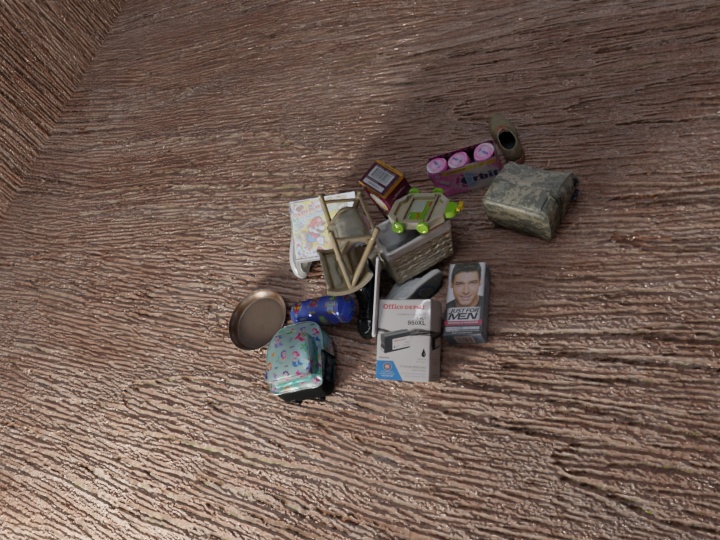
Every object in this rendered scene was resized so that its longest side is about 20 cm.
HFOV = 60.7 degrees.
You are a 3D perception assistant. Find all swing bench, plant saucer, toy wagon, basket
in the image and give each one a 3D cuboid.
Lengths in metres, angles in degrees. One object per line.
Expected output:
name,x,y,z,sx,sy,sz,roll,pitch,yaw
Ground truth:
swing bench,-0.039,-0.072,1.613,0.129,0.201,0.199,-5,37,-12
plant saucer,-0.303,0.151,1.834,0.199,0.032,0.201,-13,56,20
toy wagon,0.173,-0.154,1.595,0.199,0.040,0.156,3,45,27
basket,0.139,-0.074,1.648,0.199,0.124,0.136,-30,40,-9

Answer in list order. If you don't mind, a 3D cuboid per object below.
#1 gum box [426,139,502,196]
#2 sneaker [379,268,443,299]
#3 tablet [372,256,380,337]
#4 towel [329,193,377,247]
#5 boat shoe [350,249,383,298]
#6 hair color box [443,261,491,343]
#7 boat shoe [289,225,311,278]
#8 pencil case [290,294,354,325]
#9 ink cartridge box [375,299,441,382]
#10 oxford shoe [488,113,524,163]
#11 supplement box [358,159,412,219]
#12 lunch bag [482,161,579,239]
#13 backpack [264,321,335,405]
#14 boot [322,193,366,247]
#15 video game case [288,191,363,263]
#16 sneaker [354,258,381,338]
gum box,0.292,-0.283,1.731,0.199,0.114,0.066,-13,57,20
sneaker,0.130,0.053,1.645,0.199,0.075,0.087,-34,47,5
tablet,0.042,0.066,1.587,0.014,0.130,0.201,4,90,2
towel,-0.054,-0.123,1.812,0.200,0.023,0.144,38,96,29
boat shoe,0.000,0.000,1.749,0.200,0.072,0.069,-48,30,2
hair color box,0.272,0.082,1.559,0.098,0.061,0.201,-4,60,25
boat shoe,-0.155,-0.077,1.822,0.086,0.074,0.203,6,94,42
pencil case,-0.103,0.116,1.695,0.199,0.087,0.078,-13,30,42
ink cartridge box,0.120,0.172,1.531,0.144,0.084,0.201,-2,81,26
oxford shoe,0.415,-0.393,1.757,0.070,0.075,0.201,-27,53,12
supplement box,0.093,-0.205,1.733,0.086,0.200,0.110,-48,52,-5
lunch bag,0.440,-0.193,1.585,0.199,0.139,0.168,20,73,34
backpack,-0.162,0.236,1.645,0.177,0.151,0.201,-15,51,21
boot,-0.047,-0.154,1.861,0.199,0.064,0.188,-4,74,29
video game case,-0.100,-0.124,1.769,0.199,0.023,0.183,-9,80,6
sneaker,0.012,0.075,1.670,0.060,0.104,0.201,-2,61,26
